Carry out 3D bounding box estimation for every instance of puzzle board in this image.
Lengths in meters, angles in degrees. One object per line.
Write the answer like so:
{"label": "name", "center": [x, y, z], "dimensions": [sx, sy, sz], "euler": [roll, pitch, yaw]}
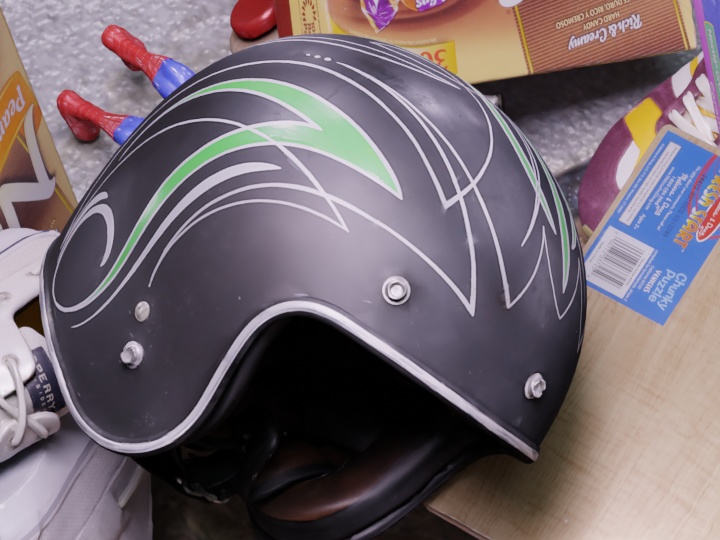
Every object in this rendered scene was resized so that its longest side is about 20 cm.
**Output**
{"label": "puzzle board", "center": [0.140, 0.051, 1.117], "dimensions": [0.150, 0.017, 0.201], "euler": [27, 70, 19]}

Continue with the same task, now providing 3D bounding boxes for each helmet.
{"label": "helmet", "center": [-0.009, 0.004, 1.068], "dimensions": [0.190, 0.200, 0.201], "euler": [-32, 61, 16]}

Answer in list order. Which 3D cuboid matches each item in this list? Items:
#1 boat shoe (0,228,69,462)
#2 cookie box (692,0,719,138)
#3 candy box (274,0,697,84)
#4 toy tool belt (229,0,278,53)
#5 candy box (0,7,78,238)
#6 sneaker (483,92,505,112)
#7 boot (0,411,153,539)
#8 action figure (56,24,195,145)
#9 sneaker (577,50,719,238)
{"label": "boat shoe", "center": [-0.150, 0.044, 1.101], "dimensions": [0.069, 0.071, 0.200], "euler": [3, 27, 26]}
{"label": "cookie box", "center": [0.261, -0.067, 1.205], "dimensions": [0.199, 0.172, 0.075], "euler": [-16, 17, -10]}
{"label": "candy box", "center": [0.055, -0.144, 1.246], "dimensions": [0.199, 0.056, 0.118], "euler": [-10, 97, -28]}
{"label": "toy tool belt", "center": [-0.035, -0.196, 1.294], "dimensions": [0.124, 0.123, 0.201], "euler": [-5, 50, 41]}
{"label": "candy box", "center": [-0.183, -0.031, 1.160], "dimensions": [0.055, 0.200, 0.116], "euler": [19, 61, 23]}
{"label": "sneaker", "center": [0.000, 0.000, 1.230], "dimensions": [0.088, 0.077, 0.201], "euler": [12, 55, 21]}
{"label": "boot", "center": [-0.118, 0.095, 1.169], "dimensions": [0.073, 0.096, 0.200], "euler": [-13, 25, 27]}
{"label": "action figure", "center": [-0.052, -0.048, 1.226], "dimensions": [0.200, 0.052, 0.066], "euler": [31, 79, 40]}
{"label": "sneaker", "center": [0.176, -0.086, 1.258], "dimensions": [0.075, 0.090, 0.200], "euler": [40, 67, 21]}
